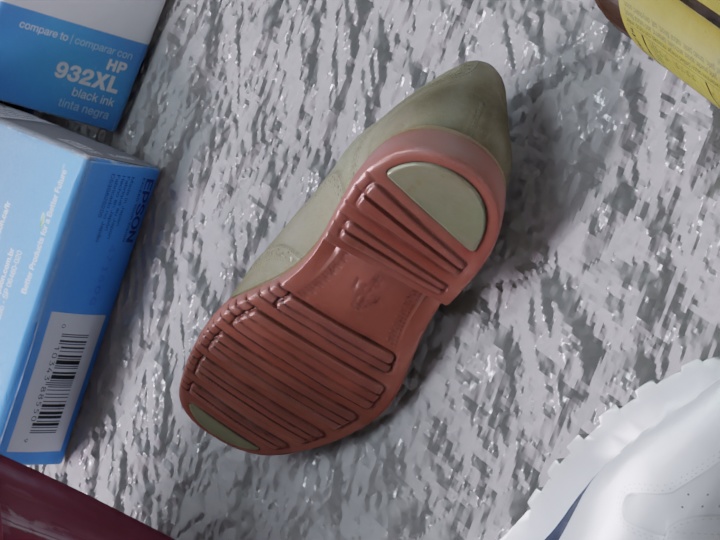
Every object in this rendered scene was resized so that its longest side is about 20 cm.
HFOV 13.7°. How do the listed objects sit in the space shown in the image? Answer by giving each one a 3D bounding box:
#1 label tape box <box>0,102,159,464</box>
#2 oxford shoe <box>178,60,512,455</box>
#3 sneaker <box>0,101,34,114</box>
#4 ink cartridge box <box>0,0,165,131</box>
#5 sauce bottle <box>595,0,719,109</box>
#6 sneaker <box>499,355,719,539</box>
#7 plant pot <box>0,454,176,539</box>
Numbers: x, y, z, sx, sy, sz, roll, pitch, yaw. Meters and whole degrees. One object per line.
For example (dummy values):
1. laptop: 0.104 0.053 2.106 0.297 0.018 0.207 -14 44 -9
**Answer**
1. label tape box: -0.204 -0.014 1.347 0.200 0.066 0.143 22 98 28
2. oxford shoe: 0.000 0.000 1.109 0.200 0.071 0.074 -44 17 43
3. sneaker: -0.219 -0.010 1.430 0.078 0.070 0.200 -33 -35 -78
4. ink cartridge box: -0.135 -0.186 1.381 0.145 0.084 0.200 43 114 57
5. sauce bottle: 0.113 -0.091 0.943 0.065 0.065 0.200 -65 32 16
6. sneaker: 0.088 0.099 0.906 0.200 0.076 0.081 -54 47 39
7. plant pot: -0.148 0.155 1.152 0.200 0.179 0.200 -34 49 49
